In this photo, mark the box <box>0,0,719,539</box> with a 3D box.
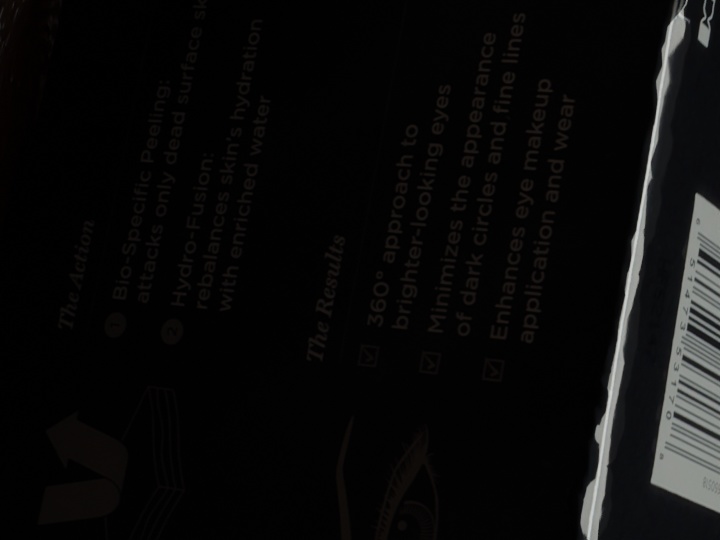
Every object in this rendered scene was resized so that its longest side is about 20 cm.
[{"bbox_3d":[0.007,0.015,0.659,0.117,0.199,0.198,27,71,-58],"label":"box"}]
